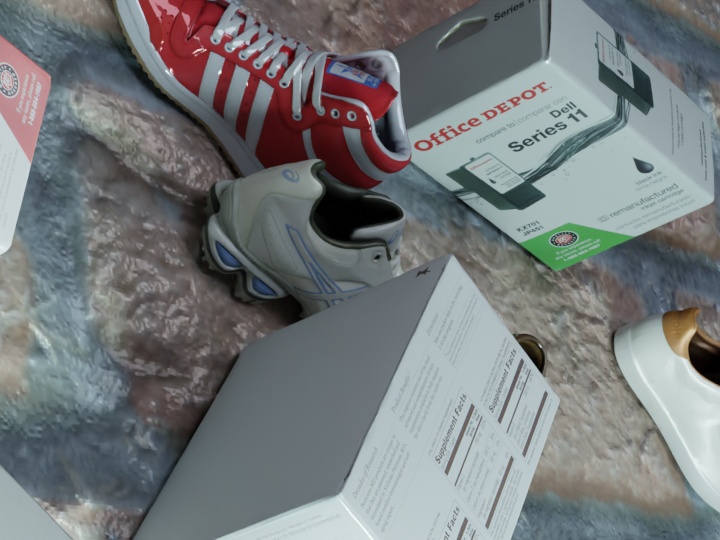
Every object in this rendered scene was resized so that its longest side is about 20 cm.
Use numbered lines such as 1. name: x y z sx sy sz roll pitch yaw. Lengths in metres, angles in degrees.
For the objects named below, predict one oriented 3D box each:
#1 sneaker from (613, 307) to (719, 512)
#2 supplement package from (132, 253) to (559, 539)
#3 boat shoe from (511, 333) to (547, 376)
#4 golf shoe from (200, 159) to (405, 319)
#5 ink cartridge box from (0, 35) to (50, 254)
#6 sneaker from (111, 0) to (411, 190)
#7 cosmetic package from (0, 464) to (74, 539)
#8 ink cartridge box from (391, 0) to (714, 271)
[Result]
1. sneaker: 0.277 0.112 1.449 0.200 0.084 0.073 52 34 -21
2. supplement package: -0.008 0.112 0.988 0.111 0.155 0.200 53 35 -18
3. boat shoe: 0.065 0.100 1.170 0.075 0.075 0.203 52 35 -18
4. golf shoe: 0.000 0.000 1.128 0.200 0.097 0.079 32 44 -42
5. ink cartridge box: -0.244 -0.093 0.877 0.200 0.067 0.117 40 40 -35
6. sneaker: -0.050 -0.120 1.120 0.200 0.112 0.071 50 36 -21
7. cosmetic package: -0.204 0.106 0.768 0.200 0.107 0.090 50 37 -24
8. ink cartridge box: 0.132 -0.100 1.331 0.200 0.146 0.083 34 45 -36
